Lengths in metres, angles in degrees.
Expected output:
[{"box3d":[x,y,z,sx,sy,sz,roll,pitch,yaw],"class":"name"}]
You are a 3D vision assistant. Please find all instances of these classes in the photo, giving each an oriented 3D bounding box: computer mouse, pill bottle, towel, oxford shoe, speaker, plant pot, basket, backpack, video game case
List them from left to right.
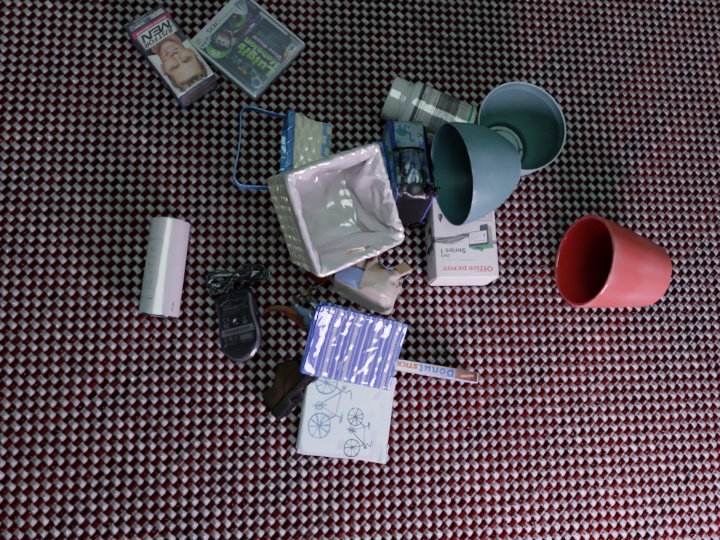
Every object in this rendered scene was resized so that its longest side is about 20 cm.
[{"box3d":[-0.403,-0.006,1.101,0.080,0.081,0.203,5,80,-6],"class":"speaker"},{"box3d":[-0.249,0.093,1.120,0.136,0.053,0.203,-9,73,2],"class":"computer mouse"},{"box3d":[-0.258,-0.519,1.229,0.199,0.023,0.182,39,79,0],"class":"video game case"},{"box3d":[-0.164,-0.248,1.134,0.197,0.139,0.179,9,79,-18],"class":"basket"},{"box3d":[-0.129,0.205,1.089,0.084,0.073,0.200,44,94,16],"class":"oxford shoe"},{"box3d":[-0.052,-0.118,1.032,0.196,0.160,0.202,-23,105,-21],"class":"basket"},{"box3d":[-0.012,0.151,1.050,0.198,0.024,0.147,15,94,-18],"class":"towel"},{"box3d":[0.079,-0.214,1.142,0.145,0.183,0.203,0,70,-4],"class":"backpack"},{"box3d":[0.152,-0.352,1.206,0.198,0.113,0.114,24,79,-2],"class":"pill bottle"},{"box3d":[0.239,-0.200,1.069,0.133,0.200,0.203,-11,82,-12],"class":"plant pot"},{"box3d":[0.339,-0.300,1.210,0.197,0.134,0.203,1,80,-7],"class":"plant pot"},{"box3d":[0.557,-0.005,1.172,0.175,0.200,0.203,11,80,-15],"class":"plant pot"}]

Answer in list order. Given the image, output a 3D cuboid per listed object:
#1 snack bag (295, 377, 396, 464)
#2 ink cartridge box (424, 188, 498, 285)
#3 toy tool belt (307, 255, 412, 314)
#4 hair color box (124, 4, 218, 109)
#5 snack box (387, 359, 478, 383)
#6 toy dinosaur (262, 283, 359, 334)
[{"box3d":[-0.026,0.298,1.128,0.197,0.021,0.191,8,81,-5],"class":"snack bag"},{"box3d":[0.221,-0.073,1.184,0.144,0.084,0.203,-1,80,-6],"class":"ink cartridge box"},{"box3d":[0.000,0.000,1.139,0.198,0.125,0.124,23,59,13],"class":"toy tool belt"},{"box3d":[-0.417,-0.474,1.184,0.100,0.061,0.201,-38,88,-11],"class":"hair color box"},{"box3d":[0.144,0.211,1.136,0.197,0.072,0.025,10,78,-5],"class":"snack box"},{"box3d":[-0.076,0.124,1.142,0.198,0.105,0.183,-22,94,24],"class":"toy dinosaur"}]
